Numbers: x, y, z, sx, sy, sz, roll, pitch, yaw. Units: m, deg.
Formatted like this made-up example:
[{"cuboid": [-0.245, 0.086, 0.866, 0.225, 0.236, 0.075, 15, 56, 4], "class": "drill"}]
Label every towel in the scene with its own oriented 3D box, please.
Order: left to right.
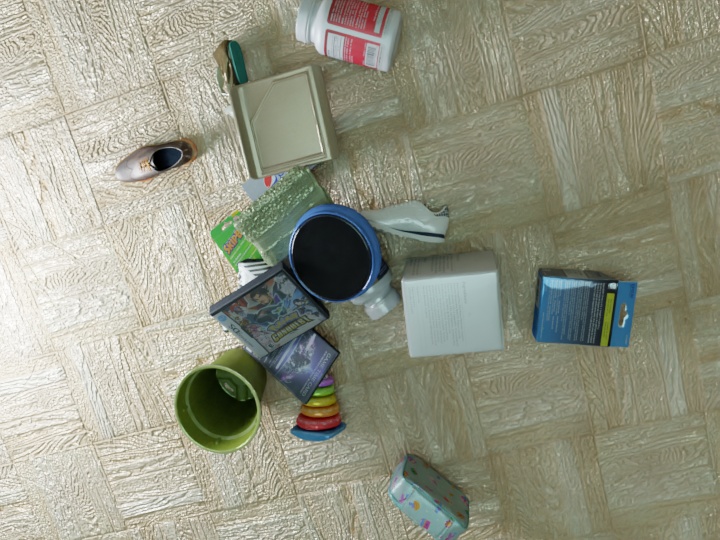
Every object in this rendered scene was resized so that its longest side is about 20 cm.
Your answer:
[{"cuboid": [-0.151, -0.110, 1.339, 0.198, 0.037, 0.149, -35, 123, 9], "class": "towel"}]

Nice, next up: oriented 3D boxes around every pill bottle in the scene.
[{"cuboid": [-0.022, -0.468, 1.264, 0.194, 0.113, 0.116, 16, 107, 3], "class": "pill bottle"}, {"cuboid": [0.000, 0.000, 1.388, 0.110, 0.111, 0.202, -33, 99, 15], "class": "pill bottle"}]

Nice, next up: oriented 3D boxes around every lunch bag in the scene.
[{"cuboid": [0.160, 0.522, 1.487, 0.198, 0.160, 0.078, 38, 102, 2], "class": "lunch bag"}]

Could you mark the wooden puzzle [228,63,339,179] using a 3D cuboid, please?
[{"cuboid": [-0.152, -0.298, 1.309, 0.193, 0.037, 0.191, -12, 98, 7], "class": "wooden puzzle"}]

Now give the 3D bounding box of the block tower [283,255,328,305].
[{"cuboid": [-0.142, -0.006, 1.435, 0.053, 0.058, 0.202, -34, 97, 15], "class": "block tower"}]

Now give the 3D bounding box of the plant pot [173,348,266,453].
[{"cuboid": [-0.293, 0.272, 1.463, 0.193, 0.185, 0.208, 2, 105, 7], "class": "plant pot"}]

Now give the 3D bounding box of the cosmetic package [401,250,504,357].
[{"cuboid": [0.193, 0.066, 1.353, 0.193, 0.165, 0.171, -5, 105, 10], "class": "cosmetic package"}]

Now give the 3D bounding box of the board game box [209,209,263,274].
[{"cuboid": [-0.246, -0.030, 1.456, 0.094, 0.030, 0.202, -32, 102, 17], "class": "board game box"}]

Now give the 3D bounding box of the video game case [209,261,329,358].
[{"cuboid": [-0.193, 0.090, 1.390, 0.196, 0.026, 0.181, -30, 129, 15], "class": "video game case"}]

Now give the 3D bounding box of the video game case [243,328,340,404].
[{"cuboid": [-0.157, 0.180, 1.464, 0.198, 0.019, 0.145, 38, 100, 16], "class": "video game case"}]

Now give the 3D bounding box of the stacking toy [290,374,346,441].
[{"cuboid": [-0.097, 0.276, 1.491, 0.112, 0.109, 0.208, 0, 94, 21], "class": "stacking toy"}]

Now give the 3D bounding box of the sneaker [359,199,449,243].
[{"cuboid": [0.090, -0.112, 1.375, 0.193, 0.076, 0.083, 10, 95, 0], "class": "sneaker"}]

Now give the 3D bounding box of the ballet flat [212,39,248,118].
[{"cuboid": [-0.260, -0.370, 1.352, 0.070, 0.068, 0.206, -10, 104, 31], "class": "ballet flat"}]

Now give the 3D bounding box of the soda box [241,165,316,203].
[{"cuboid": [-0.154, -0.215, 1.375, 0.198, 0.064, 0.069, -37, 96, 15], "class": "soda box"}]

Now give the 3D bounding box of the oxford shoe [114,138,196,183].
[{"cuboid": [-0.455, -0.237, 1.403, 0.194, 0.073, 0.073, -18, 103, 12], "class": "oxford shoe"}]

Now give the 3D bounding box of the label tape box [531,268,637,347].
[{"cuboid": [0.470, 0.079, 1.374, 0.193, 0.066, 0.148, 3, 106, 4], "class": "label tape box"}]

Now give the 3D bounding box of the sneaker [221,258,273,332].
[{"cuboid": [-0.253, 0.044, 1.442, 0.199, 0.075, 0.117, -37, 83, 22], "class": "sneaker"}]

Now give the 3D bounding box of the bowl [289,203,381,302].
[{"cuboid": [-0.054, -0.031, 1.309, 0.194, 0.039, 0.207, 7, 114, 16], "class": "bowl"}]
